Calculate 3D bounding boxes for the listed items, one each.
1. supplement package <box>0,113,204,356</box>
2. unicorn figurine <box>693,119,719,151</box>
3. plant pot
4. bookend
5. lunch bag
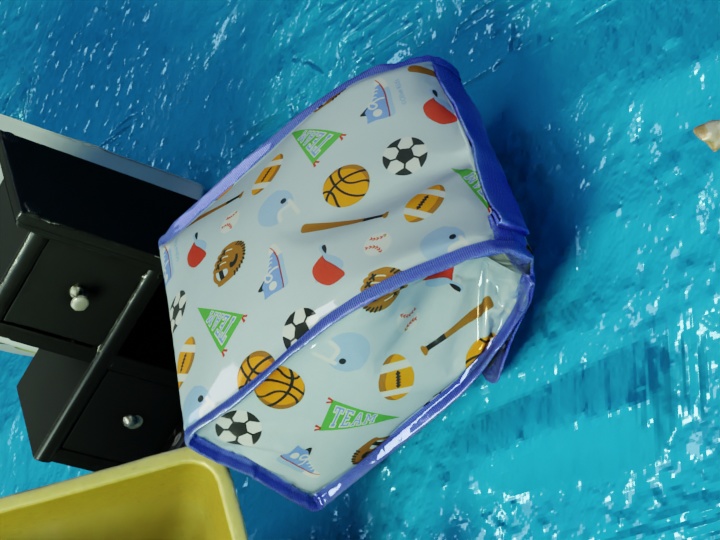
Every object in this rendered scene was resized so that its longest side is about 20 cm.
[{"bbox_3d":[-0.254,-0.019,1.232,0.199,0.190,0.148,3,77,57],"label":"supplement package"},{"bbox_3d":[0.205,-0.094,0.716,0.138,0.074,0.200,-50,52,14],"label":"unicorn figurine"},{"bbox_3d":[-0.147,0.236,0.923,0.200,0.193,0.197,107,147,-66],"label":"plant pot"},{"bbox_3d":[-0.180,0.042,1.085,0.199,0.199,0.092,-55,36,21],"label":"bookend"},{"bbox_3d":[0.000,0.000,0.908,0.200,0.123,0.171,-43,39,22],"label":"lunch bag"}]
